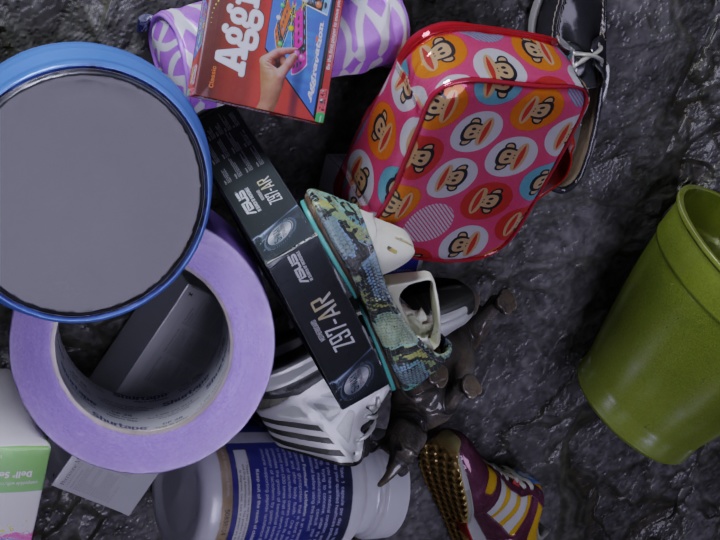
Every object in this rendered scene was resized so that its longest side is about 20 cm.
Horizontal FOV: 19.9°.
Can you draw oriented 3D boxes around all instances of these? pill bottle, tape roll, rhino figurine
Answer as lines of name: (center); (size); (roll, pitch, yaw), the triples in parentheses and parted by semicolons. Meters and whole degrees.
pill bottle: (-0.065, 0.182, 1.721); (0.198, 0.116, 0.117); (1, 119, -30)
tape roll: (-0.165, 0.045, 1.547); (0.198, 0.085, 0.202); (-2, 104, -7)
rhino figurine: (0.059, 0.099, 1.719); (0.060, 0.087, 0.201); (36, 61, -16)

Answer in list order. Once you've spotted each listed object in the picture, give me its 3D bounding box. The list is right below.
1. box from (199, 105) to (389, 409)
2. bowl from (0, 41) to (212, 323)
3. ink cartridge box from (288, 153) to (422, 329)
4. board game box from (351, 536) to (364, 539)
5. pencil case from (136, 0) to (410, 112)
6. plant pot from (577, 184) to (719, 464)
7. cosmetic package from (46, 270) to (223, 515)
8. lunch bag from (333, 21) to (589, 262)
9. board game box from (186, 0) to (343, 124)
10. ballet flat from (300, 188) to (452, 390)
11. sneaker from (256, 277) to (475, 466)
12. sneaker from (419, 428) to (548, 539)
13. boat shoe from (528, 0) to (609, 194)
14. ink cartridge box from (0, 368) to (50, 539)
box: (-0.056, -0.014, 1.545); (0.043, 0.200, 0.161); (-29, 131, -3)
bowl: (-0.198, -0.057, 1.435); (0.199, 0.039, 0.203); (-5, 109, -16)
ink cartridge box: (0.000, 0.000, 1.694); (0.099, 0.039, 0.202); (-1, 118, -29)
board game box: (-0.033, 0.323, 1.775); (0.159, 0.200, 0.097); (-33, 130, -6)
pencil case: (-0.061, -0.168, 1.523); (0.198, 0.084, 0.086); (-14, 153, -20)
plant pot: (0.298, 0.063, 1.822); (0.199, 0.201, 0.193); (21, 119, -38)
cosmetic package: (-0.170, 0.094, 1.647); (0.082, 0.051, 0.201); (27, 103, -38)
lunch bag: (0.088, -0.094, 1.580); (0.175, 0.082, 0.201); (3, 136, -29)
board game box: (-0.059, -0.214, 1.466); (0.102, 0.019, 0.202); (10, 87, -23)
ballet flat: (0.018, 0.005, 1.552); (0.074, 0.074, 0.201); (-33, 130, -7)
sneaker: (0.009, 0.086, 1.670); (0.199, 0.076, 0.116); (-22, 117, -4)
sneaker: (0.118, 0.199, 1.874); (0.090, 0.075, 0.201); (-35, 137, -16)
boat shoe: (0.171, -0.160, 1.674); (0.073, 0.060, 0.202); (-2, 120, -28)
ink cartridge box: (-0.304, 0.190, 1.588); (0.067, 0.117, 0.202); (0, 118, -29)
